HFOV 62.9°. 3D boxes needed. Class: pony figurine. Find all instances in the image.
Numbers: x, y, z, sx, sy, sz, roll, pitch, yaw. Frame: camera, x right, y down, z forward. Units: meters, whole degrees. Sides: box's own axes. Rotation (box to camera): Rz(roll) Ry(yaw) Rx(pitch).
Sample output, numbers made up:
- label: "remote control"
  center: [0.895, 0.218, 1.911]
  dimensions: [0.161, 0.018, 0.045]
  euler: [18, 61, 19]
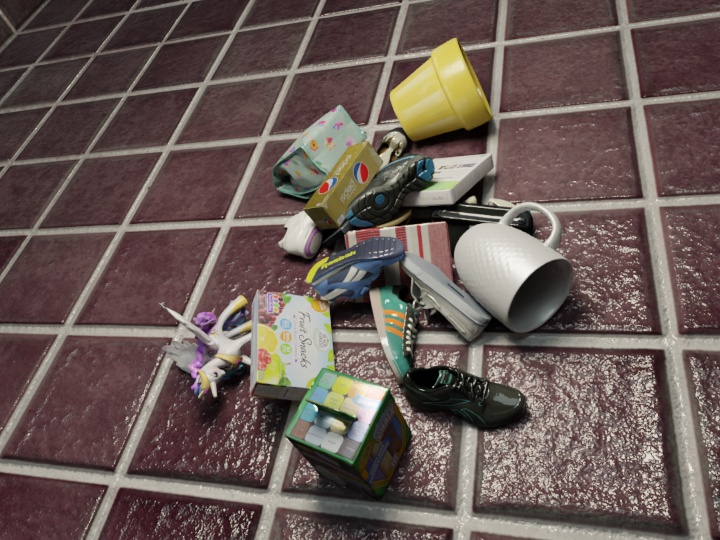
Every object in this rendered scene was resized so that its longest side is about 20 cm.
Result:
- label: "pony figurine"
  center: [-0.274, 0.134, 1.108]
  dimensions: [0.193, 0.167, 0.200]
  euler: [32, 50, 25]

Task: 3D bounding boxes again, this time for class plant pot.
- label: "plant pot"
  center: [0.180, -0.398, 1.362]
  dimensions: [0.188, 0.201, 0.201]
  euler: [-25, 46, 20]

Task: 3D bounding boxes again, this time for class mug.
- label: "mug"
  center: [0.264, -0.023, 1.017]
  dimensions: [0.175, 0.147, 0.200]
  euler: [45, 110, 44]

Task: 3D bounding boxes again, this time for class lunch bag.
- label: "lunch bag"
  center: [-0.105, -0.263, 1.371]
  dimensions: [0.200, 0.122, 0.171]
  euler: [-21, 27, 55]

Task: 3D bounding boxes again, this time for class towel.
- label: "towel"
  center: [0.074, -0.013, 1.121]
  dimensions: [0.199, 0.145, 0.023]
  euler: [-5, 7, 16]

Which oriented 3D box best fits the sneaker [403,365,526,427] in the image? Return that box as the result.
- label: "sneaker"
  center: [0.160, 0.196, 0.936]
  dimensions: [0.199, 0.079, 0.076]
  euler: [3, 53, 20]

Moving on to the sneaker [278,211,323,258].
- label: "sneaker"
  center: [-0.114, -0.118, 1.296]
  dimensions: [0.099, 0.075, 0.200]
  euler: [9, 54, 26]

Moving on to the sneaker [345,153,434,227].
- label: "sneaker"
  center: [0.051, -0.157, 1.150]
  dimensions: [0.200, 0.073, 0.082]
  euler: [-35, 34, -8]

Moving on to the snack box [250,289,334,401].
- label: "snack box"
  center: [-0.123, 0.134, 1.059]
  dimensions: [0.142, 0.053, 0.200]
  euler: [11, 45, -21]

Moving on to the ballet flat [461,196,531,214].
- label: "ballet flat"
  center: [0.243, -0.115, 1.171]
  dimensions: [0.199, 0.074, 0.074]
  euler: [7, 54, 23]

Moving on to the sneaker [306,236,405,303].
- label: "sneaker"
  center: [0.000, 0.000, 1.095]
  dimensions: [0.200, 0.082, 0.074]
  euler: [-21, 27, 23]

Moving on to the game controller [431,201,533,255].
- label: "game controller"
  center: [0.228, -0.075, 1.133]
  dimensions: [0.199, 0.105, 0.042]
  euler: [10, 21, 27]

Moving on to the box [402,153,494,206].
- label: "box"
  center: [0.170, -0.187, 1.219]
  dimensions: [0.144, 0.036, 0.200]
  euler: [3, 29, 39]

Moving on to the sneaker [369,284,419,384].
- label: "sneaker"
  center: [0.071, 0.103, 1.048]
  dimensions: [0.080, 0.071, 0.200]
  euler: [-16, 52, 3]

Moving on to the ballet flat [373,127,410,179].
- label: "ballet flat"
  center: [0.066, -0.270, 1.360]
  dimensions: [0.073, 0.073, 0.200]
  euler: [18, 61, 31]

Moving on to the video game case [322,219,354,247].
- label: "video game case"
  center: [0.010, -0.131, 1.241]
  dimensions: [0.200, 0.019, 0.143]
  euler: [-47, 7, -19]

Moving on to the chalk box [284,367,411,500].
- label: "chalk box"
  center: [-0.020, 0.235, 0.884]
  dimensions: [0.124, 0.200, 0.124]
  euler: [14, 57, 28]

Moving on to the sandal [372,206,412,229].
- label: "sandal"
  center: [0.078, -0.106, 1.231]
  dimensions: [0.077, 0.070, 0.212]
  euler: [-3, 28, 17]

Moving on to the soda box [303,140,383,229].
- label: "soda box"
  center: [-0.034, -0.181, 1.246]
  dimensions: [0.068, 0.064, 0.200]
  euler: [-1, 48, 48]

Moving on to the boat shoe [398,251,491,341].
- label: "boat shoe"
  center: [0.134, 0.054, 1.058]
  dimensions: [0.202, 0.075, 0.086]
  euler: [40, 112, 18]
